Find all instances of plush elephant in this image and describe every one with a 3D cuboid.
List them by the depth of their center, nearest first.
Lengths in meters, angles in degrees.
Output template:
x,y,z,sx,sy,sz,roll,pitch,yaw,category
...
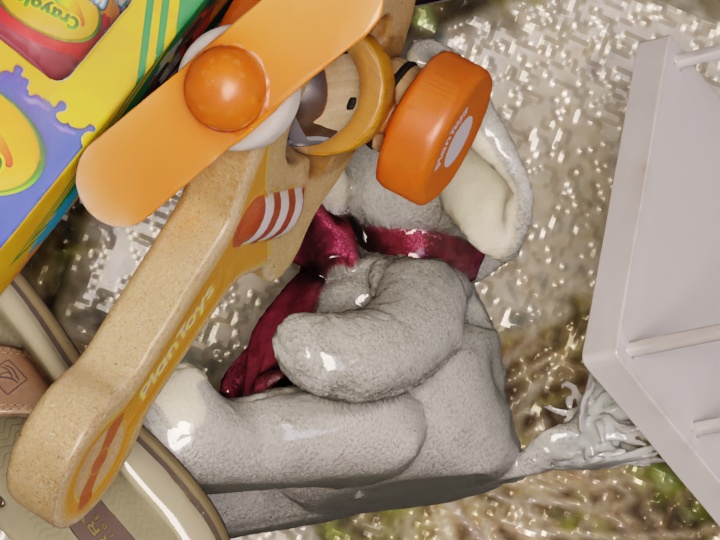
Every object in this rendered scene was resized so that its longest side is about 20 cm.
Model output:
x,y,z,sx,sy,sz,roll,pitch,yaw,category
0.000,0.000,0.926,0.199,0.165,0.155,-7,77,-5,plush elephant

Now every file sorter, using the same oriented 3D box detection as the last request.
x,y,z,sx,sy,sz,roll,pitch,yaw,category
0.184,0.021,0.928,0.200,0.124,0.139,48,41,-37,file sorter

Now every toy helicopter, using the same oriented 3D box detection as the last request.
x,y,z,sx,sy,sz,roll,pitch,yaw,category
-0.040,-0.017,0.777,0.079,0.132,0.200,29,75,12,toy helicopter

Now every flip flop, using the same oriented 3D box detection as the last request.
x,y,z,sx,sy,sz,roll,pitch,yaw,category
-0.122,0.048,0.827,0.200,0.081,0.058,46,40,5,flip flop

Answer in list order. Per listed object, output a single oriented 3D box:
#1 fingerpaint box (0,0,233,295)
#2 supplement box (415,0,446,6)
x,y,z,sx,sy,sz,roll,pitch,yaw,category
-0.141,-0.113,0.802,0.200,0.073,0.167,37,69,0,fingerpaint box
-0.026,-0.196,0.932,0.200,0.103,0.131,30,84,-14,supplement box
